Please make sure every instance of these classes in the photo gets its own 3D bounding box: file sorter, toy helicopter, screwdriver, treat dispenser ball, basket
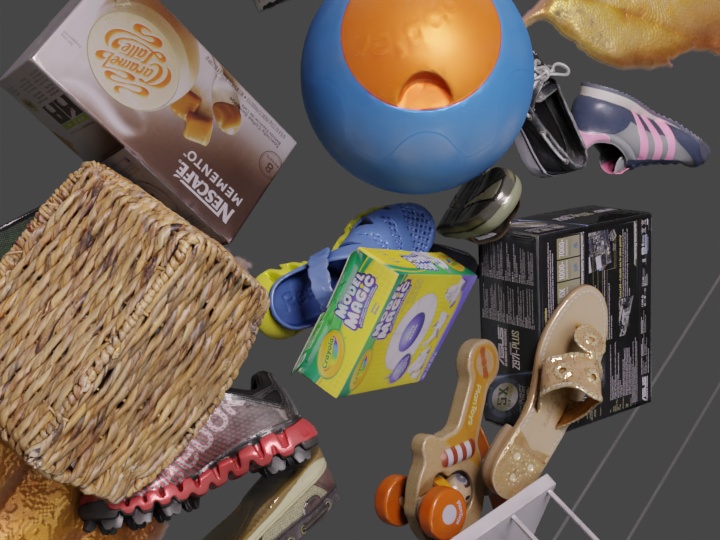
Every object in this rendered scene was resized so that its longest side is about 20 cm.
[{"bbox_3d":[0.120,0.307,0.936,0.199,0.125,0.139,-26,145,-28],"label":"file sorter"},{"bbox_3d":[0.101,0.165,1.002,0.132,0.079,0.201,24,75,-37],"label":"toy helicopter"},{"bbox_3d":[0.142,0.007,1.064,0.199,0.029,0.028,16,79,-30],"label":"screwdriver"},{"bbox_3d":[0.048,-0.167,0.905,0.200,0.200,0.203,2,87,-34],"label":"treat dispenser ball"},{"bbox_3d":[-0.184,0.047,0.786,0.201,0.149,0.143,-55,145,-7],"label":"basket"}]

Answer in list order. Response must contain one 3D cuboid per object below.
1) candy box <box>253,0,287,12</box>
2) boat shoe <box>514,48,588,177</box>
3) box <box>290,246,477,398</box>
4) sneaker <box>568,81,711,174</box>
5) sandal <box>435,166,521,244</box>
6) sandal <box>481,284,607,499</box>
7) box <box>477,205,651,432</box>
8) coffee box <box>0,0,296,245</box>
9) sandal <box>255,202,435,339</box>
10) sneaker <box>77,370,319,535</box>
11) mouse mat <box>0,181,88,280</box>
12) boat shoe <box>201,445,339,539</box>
[{"bbox_3d":[-0.030,-0.332,0.942,0.199,0.061,0.137,-32,106,-31],"label":"candy box"},{"bbox_3d":[0.170,-0.185,1.068,0.073,0.068,0.200,-33,106,-31],"label":"boat shoe"},{"bbox_3d":[0.022,0.042,0.892,0.200,0.048,0.118,2,117,-61],"label":"box"},{"bbox_3d":[0.302,-0.138,1.168,0.199,0.070,0.083,19,94,-29],"label":"sneaker"},{"bbox_3d":[0.115,-0.052,0.960,0.057,0.201,0.080,31,95,-7],"label":"sandal"},{"bbox_3d":[0.189,0.118,0.958,0.077,0.070,0.213,33,83,-28],"label":"sandal"},{"bbox_3d":[0.206,0.046,1.055,0.163,0.086,0.202,-12,105,-34],"label":"box"},{"bbox_3d":[-0.162,-0.122,0.827,0.200,0.079,0.115,45,60,-24],"label":"coffee box"},{"bbox_3d":[0.000,0.000,0.935,0.200,0.087,0.080,-35,106,-32],"label":"sandal"},{"bbox_3d":[-0.136,0.140,0.847,0.199,0.071,0.098,-21,81,-22],"label":"sneaker"},{"bbox_3d":[-0.215,0.022,0.834,0.200,0.008,0.162,-34,107,-32],"label":"mouse mat"},{"bbox_3d":[-0.087,0.232,0.873,0.201,0.072,0.066,-45,107,-32],"label":"boat shoe"}]
